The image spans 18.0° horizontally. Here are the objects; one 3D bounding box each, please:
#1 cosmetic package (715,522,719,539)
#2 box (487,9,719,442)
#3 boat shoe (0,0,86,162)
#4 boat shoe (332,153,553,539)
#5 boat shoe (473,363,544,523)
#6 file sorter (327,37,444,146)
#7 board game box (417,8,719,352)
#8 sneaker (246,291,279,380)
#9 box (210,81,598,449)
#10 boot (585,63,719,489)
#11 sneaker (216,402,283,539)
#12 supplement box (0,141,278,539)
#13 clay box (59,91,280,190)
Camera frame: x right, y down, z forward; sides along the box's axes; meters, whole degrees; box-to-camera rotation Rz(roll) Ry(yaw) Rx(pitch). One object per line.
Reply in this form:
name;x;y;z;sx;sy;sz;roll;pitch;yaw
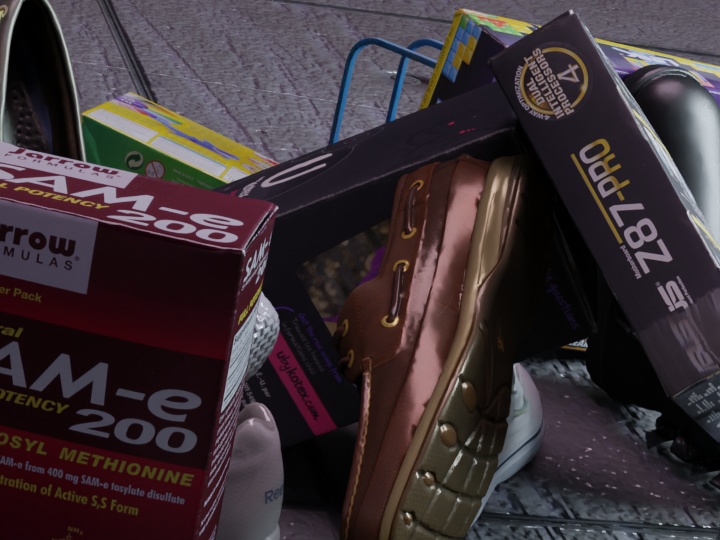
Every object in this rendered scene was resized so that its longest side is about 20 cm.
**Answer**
cosmetic package;0.189;0.139;0.895;0.081;0.113;0.200;11;17;-1
box;0.128;-0.013;0.993;0.161;0.049;0.200;61;8;14
boat shoe;-0.159;-0.036;1.082;0.060;0.202;0.072;-19;-11;36
boat shoe;0.024;0.037;0.915;0.067;0.072;0.200;4;54;21
boat shoe;0.055;0.063;1.102;0.073;0.067;0.200;13;19;5
file sorter;0.092;-0.072;1.411;0.200;0.123;0.139;-5;25;-46
board game box;0.115;-0.041;1.240;0.200;0.166;0.057;7;25;-33
sneaker;-0.136;0.029;0.887;0.200;0.115;0.075;-29;-11;11
box;0.000;0.000;1.053;0.200;0.106;0.122;-20;14;11
boot;0.183;0.006;1.153;0.073;0.199;0.162;-2;16;-26
sneaker;-0.121;0.072;0.952;0.200;0.087;0.075;12;20;6
supplement box;-0.102;0.065;0.806;0.109;0.200;0.061;12;19;4
clay box;-0.092;-0.048;1.219;0.115;0.048;0.200;26;7;-1
